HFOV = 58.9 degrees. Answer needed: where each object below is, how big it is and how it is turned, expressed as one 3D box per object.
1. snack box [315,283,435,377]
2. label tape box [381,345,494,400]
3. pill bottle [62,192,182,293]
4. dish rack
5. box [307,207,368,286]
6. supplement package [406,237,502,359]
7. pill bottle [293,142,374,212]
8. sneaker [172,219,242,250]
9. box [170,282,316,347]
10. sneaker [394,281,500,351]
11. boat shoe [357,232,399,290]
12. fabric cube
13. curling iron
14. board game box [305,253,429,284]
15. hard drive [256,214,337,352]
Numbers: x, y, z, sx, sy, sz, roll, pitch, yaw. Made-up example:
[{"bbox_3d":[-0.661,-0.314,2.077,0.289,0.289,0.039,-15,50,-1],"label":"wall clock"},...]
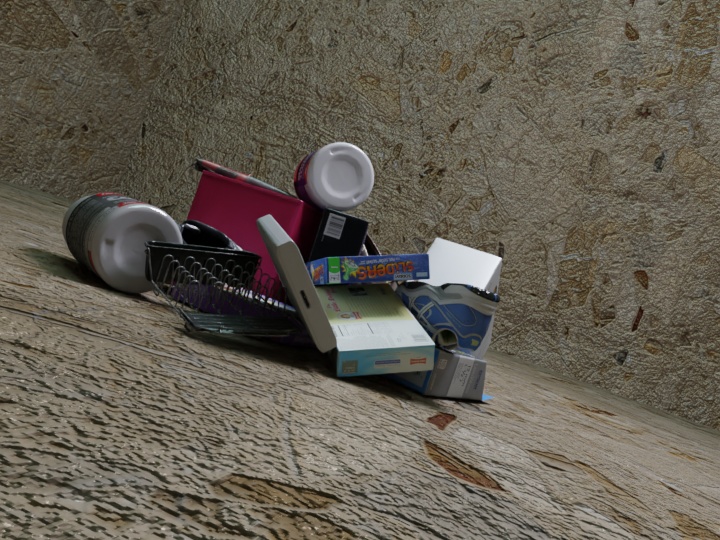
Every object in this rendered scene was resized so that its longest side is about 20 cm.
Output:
[{"bbox_3d":[0.007,0.069,0.813,0.116,0.037,0.200,-2,21,-14],"label":"snack box"},{"bbox_3d":[0.096,0.130,0.912,0.143,0.066,0.200,19,1,39],"label":"label tape box"},{"bbox_3d":[-0.330,-0.045,0.863,0.114,0.114,0.200,19,0,-40],"label":"pill bottle"},{"bbox_3d":[-0.161,0.023,0.755,0.153,0.055,0.200,4,17,-35],"label":"dish rack"},{"bbox_3d":[-0.050,0.007,1.053,0.079,0.201,0.141,18,0,-3],"label":"box"},{"bbox_3d":[0.143,0.069,0.996,0.109,0.114,0.200,19,-40,22],"label":"supplement package"},{"bbox_3d":[-0.056,-0.157,1.113,0.111,0.112,0.200,19,-2,-17],"label":"pill bottle"},{"bbox_3d":[-0.277,-0.039,0.953,0.199,0.078,0.140,1,-22,3],"label":"sneaker"},{"bbox_3d":[-0.149,0.058,0.905,0.200,0.039,0.137,19,0,28],"label":"box"},{"bbox_3d":[0.096,0.060,0.834,0.076,0.077,0.200,19,-10,-23],"label":"sneaker"},{"bbox_3d":[0.032,0.011,1.130,0.072,0.060,0.200,7,43,-54],"label":"boat shoe"},{"bbox_3d":[-0.183,-0.036,1.120,0.196,0.200,0.200,18,-1,17],"label":"fabric cube"},{"bbox_3d":[-0.206,-0.163,1.142,0.199,0.026,0.050,19,3,4],"label":"curling iron"},{"bbox_3d":[0.000,0.000,0.883,0.135,0.035,0.200,-3,-1,-13],"label":"board game box"},{"bbox_3d":[-0.082,0.008,0.778,0.026,0.132,0.200,-25,18,-9],"label":"hard drive"}]
